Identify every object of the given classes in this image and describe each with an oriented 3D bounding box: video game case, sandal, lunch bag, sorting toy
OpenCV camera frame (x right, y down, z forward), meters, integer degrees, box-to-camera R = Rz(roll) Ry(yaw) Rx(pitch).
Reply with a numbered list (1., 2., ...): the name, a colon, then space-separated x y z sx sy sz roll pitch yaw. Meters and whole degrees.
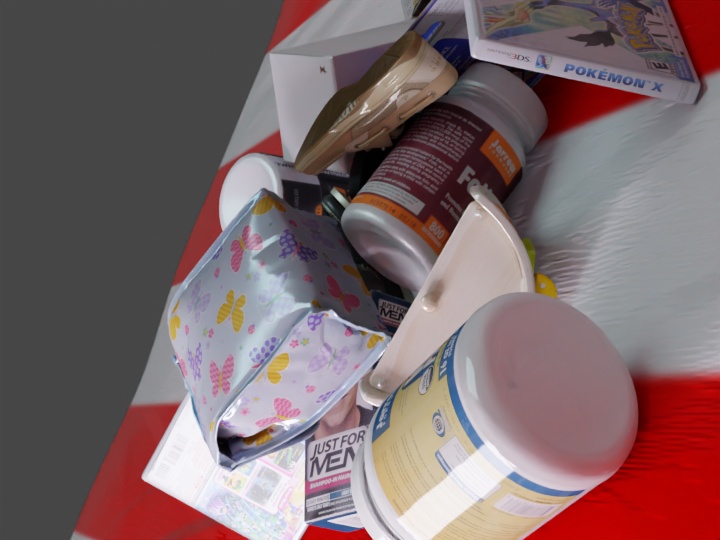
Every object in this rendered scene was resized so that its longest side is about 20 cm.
1. video game case: 0.172 -0.208 1.235 0.201 0.180 0.022 -90 13 -54
2. sandal: 0.069 -0.122 1.492 0.043 0.199 0.077 27 135 44
3. video game case: -0.109 0.183 1.591 0.201 0.181 0.024 -59 4 21
4. lunch bag: -0.086 0.060 1.387 0.200 0.127 0.170 -48 44 20
5. sorting toy: 0.095 0.023 1.326 0.201 0.106 0.180 -61 4 15

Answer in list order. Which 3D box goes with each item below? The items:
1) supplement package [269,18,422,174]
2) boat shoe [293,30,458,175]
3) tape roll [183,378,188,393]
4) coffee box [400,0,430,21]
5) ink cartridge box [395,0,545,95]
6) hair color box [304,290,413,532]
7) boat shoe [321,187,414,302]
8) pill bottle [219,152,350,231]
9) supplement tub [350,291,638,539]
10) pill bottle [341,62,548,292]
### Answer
1. supplement package: 0.024 -0.183 1.552 0.117 0.199 0.118 16 118 52
2. boat shoe: 0.010 -0.138 1.401 0.200 0.064 0.072 -37 26 44
3. tape roll: -0.089 0.092 1.617 0.201 0.199 0.066 -60 17 21
4. coffee box: 0.141 -0.341 1.645 0.201 0.112 0.080 -60 17 23
5. ink cartridge box: 0.117 -0.229 1.424 0.198 0.198 0.047 -45 52 50
6. hair color box: 0.000 0.130 1.401 0.100 0.060 0.202 -23 59 44
7. boat shoe: 0.000 0.000 1.501 0.067 0.201 0.072 -35 48 -9
8. pill bottle: -0.046 -0.063 1.633 0.106 0.199 0.108 -6 82 45
9. supplement tub: 0.090 0.123 1.095 0.200 0.144 0.146 -48 24 47
10. pill bottle: 0.082 -0.088 1.410 0.201 0.114 0.114 -52 12 -18
